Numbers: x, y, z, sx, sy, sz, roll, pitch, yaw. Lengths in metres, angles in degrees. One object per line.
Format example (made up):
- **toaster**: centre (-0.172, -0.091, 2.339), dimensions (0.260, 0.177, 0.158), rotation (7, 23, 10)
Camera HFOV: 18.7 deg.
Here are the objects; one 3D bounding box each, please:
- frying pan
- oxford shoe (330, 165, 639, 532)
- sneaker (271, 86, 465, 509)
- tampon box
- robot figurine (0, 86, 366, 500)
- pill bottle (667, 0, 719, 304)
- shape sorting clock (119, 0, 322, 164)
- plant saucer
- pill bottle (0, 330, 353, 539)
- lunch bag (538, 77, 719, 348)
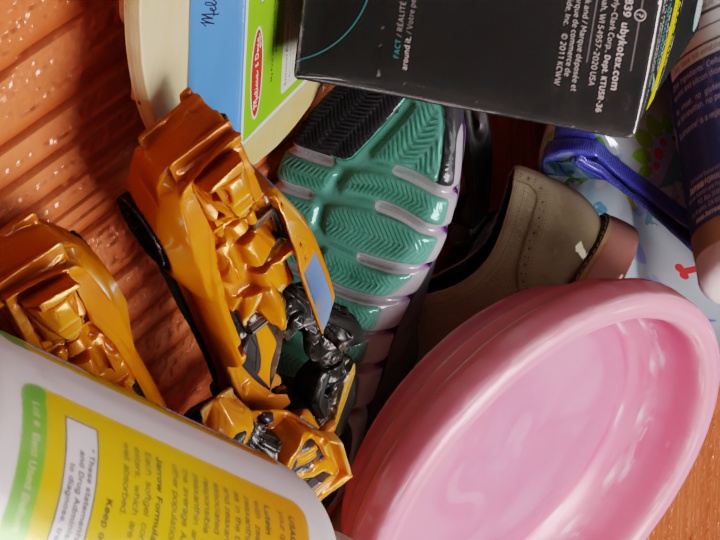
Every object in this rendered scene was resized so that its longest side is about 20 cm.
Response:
- **frying pan**: centre (0.050, 0.004, 1.029), dimensions (0.116, 0.031, 0.190), rotation (-65, 148, -17)
- **oxford shoe**: centre (0.039, 0.043, 0.985), dimensions (0.201, 0.074, 0.071), rotation (-54, -171, 6)
- **sneaker**: centre (0.000, 0.000, 0.913), dimensions (0.087, 0.074, 0.201), rotation (-28, 141, -66)
- **tampon box**: centre (0.070, -0.153, 0.824), dimensions (0.200, 0.125, 0.151), rotation (-50, 149, -66)
- **robot figurine**: centre (-0.062, 0.038, 0.787), dimensions (0.145, 0.058, 0.201), rotation (-36, 139, -14)
- **pill bottle**: centre (0.188, -0.092, 0.954), dimensions (0.111, 0.110, 0.202), rotation (27, 55, -62)
- **shape sorting clock**: centre (-0.034, -0.133, 0.792), dimensions (0.200, 0.039, 0.202), rotation (15, 90, -74)
- **plant saucer**: centre (0.065, 0.082, 0.923), dimensions (0.200, 0.051, 0.202), rotation (-29, 141, -26)
- **pill bottle**: centre (-0.077, 0.099, 0.704), dimensions (0.199, 0.111, 0.112), rotation (29, 79, -38)
- **lunch bag**: centre (0.152, -0.068, 1.066), dimensions (0.200, 0.127, 0.171), rotation (53, 46, -46)
